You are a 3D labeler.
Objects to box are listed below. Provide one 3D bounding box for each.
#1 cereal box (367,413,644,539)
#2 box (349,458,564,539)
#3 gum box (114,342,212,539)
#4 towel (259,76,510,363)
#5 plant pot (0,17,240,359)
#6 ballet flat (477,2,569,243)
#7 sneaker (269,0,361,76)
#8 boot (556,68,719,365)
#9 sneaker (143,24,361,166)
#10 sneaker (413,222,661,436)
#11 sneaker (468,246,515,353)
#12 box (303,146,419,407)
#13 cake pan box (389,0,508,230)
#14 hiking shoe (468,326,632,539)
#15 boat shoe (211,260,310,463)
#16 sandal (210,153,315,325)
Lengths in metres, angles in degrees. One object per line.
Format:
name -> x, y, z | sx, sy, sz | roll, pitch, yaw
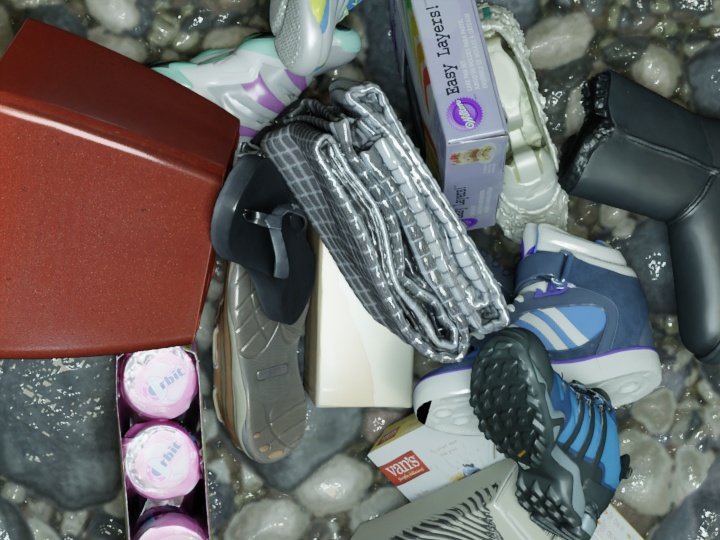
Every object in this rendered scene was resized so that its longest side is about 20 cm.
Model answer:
cereal box -> 0.116, 0.183, 1.767 | 0.200, 0.144, 0.040 | 46, 50, -10
box -> 0.073, 0.215, 1.737 | 0.082, 0.068, 0.200 | 48, 134, -11
gum box -> -0.152, 0.142, 1.737 | 0.065, 0.114, 0.202 | -4, 98, -6
towel -> 0.014, -0.036, 1.615 | 0.085, 0.166, 0.201 | -32, 102, -4
plant pot -> -0.187, -0.047, 1.638 | 0.175, 0.200, 0.201 | 11, 111, -3
ballet flat -> 0.116, -0.108, 1.763 | 0.071, 0.072, 0.202 | -18, 100, -4
sneaker -> -0.010, -0.228, 1.692 | 0.104, 0.076, 0.202 | 11, 59, -21
boot -> 0.229, -0.042, 1.761 | 0.167, 0.076, 0.202 | 16, 79, -15
sneaker -> -0.084, -0.106, 1.738 | 0.198, 0.078, 0.141 | -14, 100, 5
sneaker -> 0.119, 0.036, 1.690 | 0.198, 0.081, 0.147 | -8, 60, -14
sneaker -> 0.134, 0.014, 1.778 | 0.145, 0.077, 0.204 | -28, 91, -11
box -> 0.000, 0.000, 1.748 | 0.077, 0.095, 0.202 | 0, 96, -8
cake pan box -> 0.063, -0.143, 1.663 | 0.052, 0.200, 0.186 | -10, 73, -3
hiking shoe -> 0.136, 0.102, 1.609 | 0.087, 0.074, 0.201 | -48, 137, -27
boat shoe -> -0.087, 0.047, 1.748 | 0.075, 0.072, 0.202 | -6, 105, -36
sandal -> -0.058, -0.023, 1.624 | 0.043, 0.200, 0.077 | 15, 73, 20
